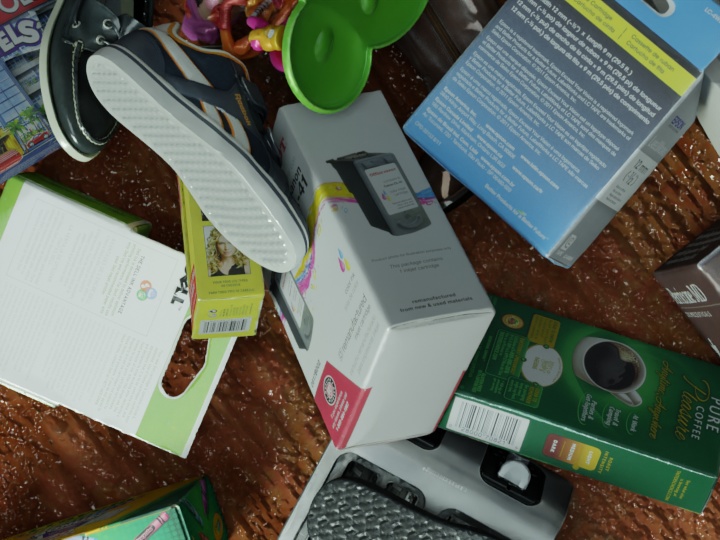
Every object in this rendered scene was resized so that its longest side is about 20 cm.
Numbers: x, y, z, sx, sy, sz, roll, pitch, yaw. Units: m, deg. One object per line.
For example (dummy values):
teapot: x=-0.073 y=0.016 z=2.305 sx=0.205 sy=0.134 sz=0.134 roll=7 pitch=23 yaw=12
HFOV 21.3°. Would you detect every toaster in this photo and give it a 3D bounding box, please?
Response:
toaster: x=0.033 y=0.200 z=1.393 sx=0.181 sy=0.119 sz=0.200 roll=29 pitch=97 yaw=4

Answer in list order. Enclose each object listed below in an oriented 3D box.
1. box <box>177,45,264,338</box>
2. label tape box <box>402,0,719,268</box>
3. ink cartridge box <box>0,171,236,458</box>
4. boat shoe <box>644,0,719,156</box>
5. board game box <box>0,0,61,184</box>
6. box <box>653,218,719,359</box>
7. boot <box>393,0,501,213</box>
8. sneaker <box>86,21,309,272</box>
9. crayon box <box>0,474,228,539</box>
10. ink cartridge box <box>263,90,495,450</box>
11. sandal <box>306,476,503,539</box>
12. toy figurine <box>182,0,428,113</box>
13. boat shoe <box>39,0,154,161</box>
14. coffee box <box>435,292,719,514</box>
box: x=-0.104 y=-0.057 z=1.367 sx=0.050 sy=0.075 sz=0.200 roll=-4 pitch=67 yaw=-10
label tape box: x=0.148 y=-0.124 z=1.301 sx=0.143 sy=0.066 sz=0.200 roll=43 pitch=98 yaw=22
ink cartridge box: x=-0.190 y=0.033 z=1.428 sx=0.200 sy=0.076 sz=0.148 roll=24 pitch=96 yaw=2
boat shoe: x=0.262 y=-0.134 z=1.328 sx=0.068 sy=0.200 sz=0.072 roll=-20 pitch=132 yaw=-3
board game box: x=-0.287 y=-0.164 z=1.372 sx=0.200 sy=0.062 sz=0.200 roll=-37 pitch=91 yaw=-35
box: x=0.336 y=0.028 z=1.312 sx=0.164 sy=0.166 sz=0.200 roll=-38 pitch=89 yaw=-2
boot: x=0.036 y=-0.145 z=1.398 sx=0.186 sy=0.064 sz=0.200 roll=-36 pitch=87 yaw=7
sneaker: x=-0.091 y=-0.092 z=1.302 sx=0.200 sy=0.078 sz=0.079 roll=47 pitch=57 yaw=6
crayon box: x=-0.207 y=0.217 z=1.421 sx=0.200 sy=0.119 sz=0.058 roll=-19 pitch=92 yaw=7
ink cartridge box: x=0.000 y=0.000 z=1.323 sx=0.085 sy=0.148 sz=0.200 roll=-11 pitch=55 yaw=-25
sandal: x=0.059 y=0.200 z=1.312 sx=0.200 sy=0.048 sz=0.075 roll=30 pitch=98 yaw=16
toy figurine: x=-0.067 y=-0.207 z=1.351 sx=0.184 sy=0.150 sz=0.200 roll=6 pitch=75 yaw=43
boat shoe: x=-0.176 y=-0.170 z=1.368 sx=0.066 sy=0.075 sz=0.200 roll=-17 pitch=48 yaw=28
coffee box: x=0.162 y=0.093 z=1.369 sx=0.200 sy=0.123 sz=0.044 roll=17 pitch=128 yaw=4
